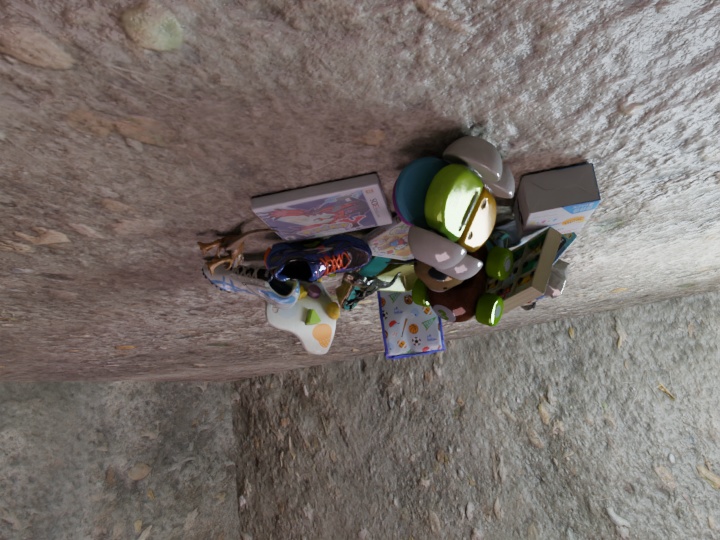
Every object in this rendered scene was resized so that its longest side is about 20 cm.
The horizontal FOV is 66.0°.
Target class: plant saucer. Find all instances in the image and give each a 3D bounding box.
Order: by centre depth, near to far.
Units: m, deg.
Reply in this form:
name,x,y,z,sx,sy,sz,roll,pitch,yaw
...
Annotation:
name,x,y,z,sx,sy,sz,roll,pitch,yaw
plant saucer,0.101,0.000,1.292,0.197,0.049,0.199,5,160,-40

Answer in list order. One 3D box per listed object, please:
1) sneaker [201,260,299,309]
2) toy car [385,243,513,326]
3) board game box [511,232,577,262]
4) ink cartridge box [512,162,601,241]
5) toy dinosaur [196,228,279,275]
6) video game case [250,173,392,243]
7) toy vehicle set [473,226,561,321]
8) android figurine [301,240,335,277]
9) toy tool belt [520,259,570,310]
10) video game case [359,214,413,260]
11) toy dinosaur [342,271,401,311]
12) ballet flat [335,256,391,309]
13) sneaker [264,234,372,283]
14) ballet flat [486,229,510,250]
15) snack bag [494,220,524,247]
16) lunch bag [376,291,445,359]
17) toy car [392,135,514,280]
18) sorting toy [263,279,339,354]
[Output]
name,x,y,z,sx,sy,sz,roll,pitch,yaw
sneaker,-0.214,0.015,1.103,0.197,0.072,0.073,19,127,-11
toy car,0.136,0.009,0.928,0.162,0.161,0.199,15,-173,36
board game box,0.339,-0.009,1.161,0.151,0.047,0.200,-43,179,-24
ink cartridge box,0.333,-0.107,0.968,0.113,0.069,0.200,-10,166,8
toy dinosaur,-0.223,-0.046,0.969,0.105,0.061,0.200,-28,-179,-26
video game case,-0.054,-0.095,0.903,0.196,0.023,0.182,-10,165,8
toy vehicle set,0.280,0.014,1.009,0.026,0.126,0.200,29,154,-7
android figurine,-0.098,-0.020,1.126,0.179,0.042,0.200,-8,166,3
toy tool belt,0.442,0.016,1.450,0.121,0.126,0.200,27,155,-7
video game case,0.113,-0.067,1.057,0.198,0.023,0.181,7,152,-43
toy dinosaur,0.013,0.036,1.126,0.088,0.048,0.199,-39,162,24
ballet flat,0.000,0.000,1.190,0.068,0.063,0.201,4,134,-42
sneaker,-0.074,-0.011,1.003,0.196,0.079,0.076,-9,121,-6
ballet flat,0.241,-0.031,1.138,0.073,0.076,0.200,-1,167,-23
snack bag,0.271,-0.063,1.199,0.197,0.022,0.188,-18,163,26
lunch bag,0.134,0.128,1.490,0.167,0.204,0.124,-10,165,5
toy car,0.118,-0.095,0.788,0.149,0.177,0.199,26,-177,28
sorting toy,-0.155,0.071,1.206,0.178,0.201,0.107,10,127,-47
